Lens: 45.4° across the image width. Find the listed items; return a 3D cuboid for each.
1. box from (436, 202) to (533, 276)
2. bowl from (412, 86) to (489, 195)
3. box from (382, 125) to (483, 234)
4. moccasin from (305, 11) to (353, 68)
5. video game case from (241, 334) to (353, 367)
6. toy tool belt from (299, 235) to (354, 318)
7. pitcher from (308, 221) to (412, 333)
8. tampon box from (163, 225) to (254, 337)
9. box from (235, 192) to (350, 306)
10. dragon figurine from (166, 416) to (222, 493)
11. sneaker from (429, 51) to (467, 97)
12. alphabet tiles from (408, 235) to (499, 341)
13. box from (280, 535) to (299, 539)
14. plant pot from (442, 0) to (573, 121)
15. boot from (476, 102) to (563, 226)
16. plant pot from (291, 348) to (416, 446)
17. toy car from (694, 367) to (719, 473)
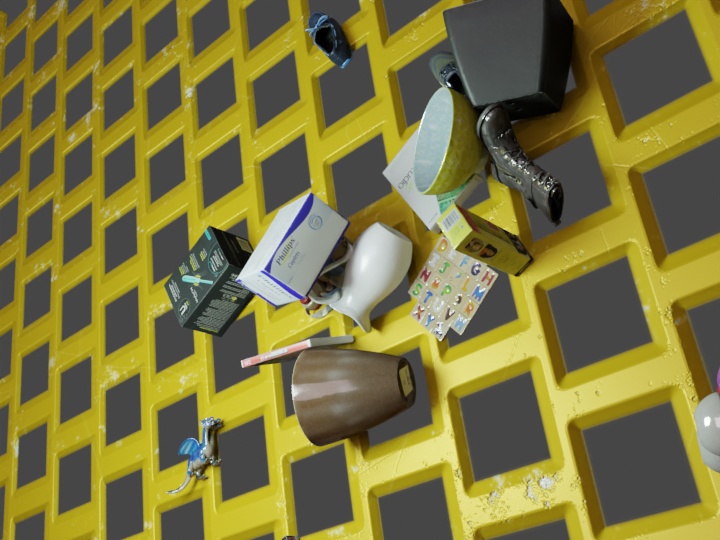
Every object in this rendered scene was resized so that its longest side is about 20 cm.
[{"bbox_3d":[0.219,-0.051,1.506,0.050,0.199,0.076,-47,49,22],"label":"box"},{"bbox_3d":[0.180,-0.232,1.614,0.200,0.106,0.204,-170,90,-75],"label":"bowl"},{"bbox_3d":[0.143,-0.191,1.738,0.145,0.036,0.201,-50,51,16],"label":"box"},{"bbox_3d":[-0.078,-0.564,2.046,0.081,0.068,0.201,-50,49,16],"label":"moccasin"},{"bbox_3d":[-0.131,0.168,1.786,0.198,0.142,0.018,-20,78,36],"label":"video game case"},{"bbox_3d":[-0.084,0.006,1.814,0.199,0.122,0.126,-38,53,26],"label":"toy tool belt"},{"bbox_3d":[0.000,0.000,1.709,0.202,0.170,0.121,-60,26,10],"label":"pitcher"},{"bbox_3d":[-0.345,0.028,2.039,0.200,0.125,0.151,-49,49,19],"label":"tampon box"},{"bbox_3d":[-0.136,-0.037,1.708,0.186,0.104,0.199,-60,16,-18],"label":"box"},{"bbox_3d":[-0.377,0.423,1.976,0.200,0.058,0.100,-47,50,19],"label":"dragon figurine"},{"bbox_3d":[0.195,-0.388,1.729,0.074,0.080,0.200,-51,48,15],"label":"sneaker"},{"bbox_3d":[0.175,0.026,1.653,0.166,0.006,0.202,39,102,43],"label":"alphabet tiles"},{"bbox_3d":[-0.145,0.650,1.700,0.137,0.040,0.201,-45,50,23],"label":"box"},{"bbox_3d":[0.278,-0.378,1.565,0.197,0.199,0.181,-8,81,26],"label":"plant pot"},{"bbox_3d":[0.291,-0.187,1.510,0.069,0.201,0.174,-35,45,-7],"label":"boot"},{"bbox_3d":[-0.001,0.227,1.643,0.197,0.187,0.190,-13,66,23],"label":"plant pot"},{"bbox_3d":[0.535,0.179,1.150,0.172,0.200,0.152,-11,60,19],"label":"toy car"}]
